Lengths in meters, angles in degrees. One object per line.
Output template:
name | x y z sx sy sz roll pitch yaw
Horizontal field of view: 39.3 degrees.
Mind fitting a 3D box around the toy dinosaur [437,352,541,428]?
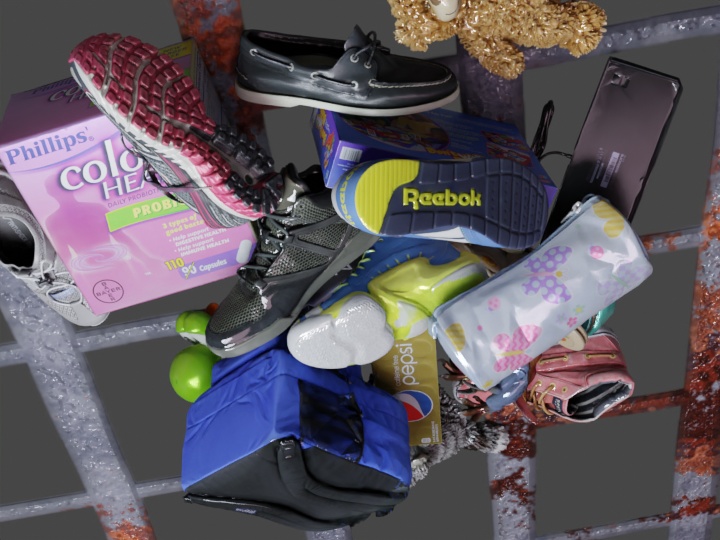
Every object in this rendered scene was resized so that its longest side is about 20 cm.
toy dinosaur | 0.154 0.080 1.027 0.200 0.105 0.181 6 148 -37

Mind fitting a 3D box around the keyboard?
keyboard | 0.217 -0.107 0.974 0.127 0.021 0.200 19 108 5

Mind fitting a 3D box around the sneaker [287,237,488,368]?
sneaker | 0.014 0.020 0.943 0.200 0.105 0.076 -18 132 -17

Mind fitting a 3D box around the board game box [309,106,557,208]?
board game box | 0.061 -0.106 0.912 0.200 0.135 0.045 10 120 -15

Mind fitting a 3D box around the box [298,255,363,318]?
box | 0.000 0.000 1.037 0.160 0.044 0.200 -22 128 16

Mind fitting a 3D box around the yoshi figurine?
yoshi figurine | -0.128 0.123 1.086 0.112 0.112 0.200 -37 121 27

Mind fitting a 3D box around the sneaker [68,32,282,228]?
sneaker | -0.155 -0.101 0.803 0.075 0.081 0.200 -21 126 38

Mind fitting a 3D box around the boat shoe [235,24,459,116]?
boat shoe | -0.014 -0.180 0.873 0.199 0.075 0.066 8 126 13

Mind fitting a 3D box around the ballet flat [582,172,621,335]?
ballet flat | 0.241 -0.031 1.038 0.067 0.070 0.200 15 109 31

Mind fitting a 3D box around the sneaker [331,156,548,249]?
sneaker | 0.067 -0.058 0.826 0.200 0.082 0.074 6 90 -31

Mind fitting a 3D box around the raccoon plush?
raccoon plush | 0.100 0.206 1.161 0.200 0.134 0.097 8 125 -14

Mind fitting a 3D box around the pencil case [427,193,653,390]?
pencil case | 0.159 0.020 0.893 0.200 0.083 0.091 -37 118 3

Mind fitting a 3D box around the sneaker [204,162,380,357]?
sneaker | -0.076 -0.019 0.886 0.199 0.076 0.114 -43 131 -8

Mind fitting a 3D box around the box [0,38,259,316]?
box | -0.199 -0.081 0.920 0.176 0.097 0.200 -16 128 4

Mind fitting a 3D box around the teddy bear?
teddy bear | 0.126 -0.235 0.866 0.200 0.067 0.145 15 122 -19

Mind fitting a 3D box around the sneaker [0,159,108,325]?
sneaker | -0.314 -0.007 0.969 0.075 0.082 0.200 -26 127 12

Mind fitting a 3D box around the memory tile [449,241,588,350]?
memory tile | 0.141 0.003 1.013 0.017 0.153 0.200 -49 127 -18

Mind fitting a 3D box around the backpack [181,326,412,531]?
backpack | -0.045 0.156 0.980 0.200 0.168 0.162 29 138 -34

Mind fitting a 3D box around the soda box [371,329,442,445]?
soda box | 0.046 0.095 1.049 0.068 0.064 0.200 -5 130 3

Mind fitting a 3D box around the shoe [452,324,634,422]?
shoe | 0.206 0.130 1.145 0.200 0.091 0.072 -18 128 6
